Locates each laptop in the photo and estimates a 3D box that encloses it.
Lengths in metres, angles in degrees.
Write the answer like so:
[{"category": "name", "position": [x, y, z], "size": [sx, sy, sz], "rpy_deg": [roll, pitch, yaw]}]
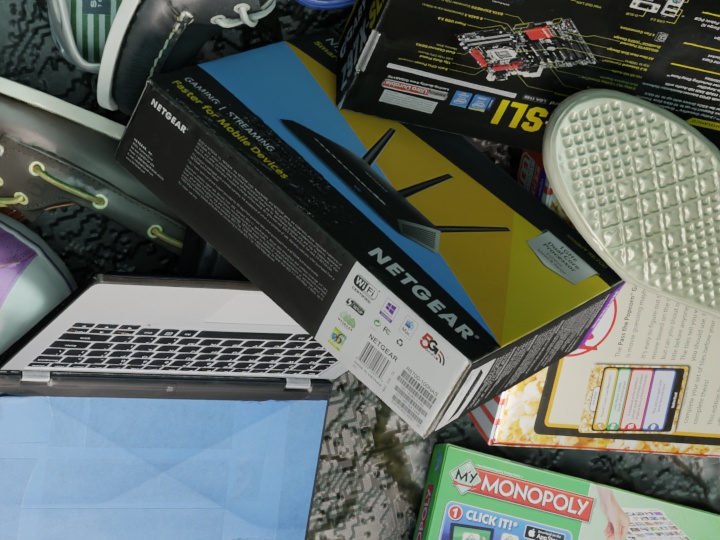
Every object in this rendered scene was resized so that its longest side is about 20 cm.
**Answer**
[{"category": "laptop", "position": [-0.076, 0.090, 1.049], "size": [0.186, 0.200, 0.117], "rpy_deg": [3, 68, -30]}]

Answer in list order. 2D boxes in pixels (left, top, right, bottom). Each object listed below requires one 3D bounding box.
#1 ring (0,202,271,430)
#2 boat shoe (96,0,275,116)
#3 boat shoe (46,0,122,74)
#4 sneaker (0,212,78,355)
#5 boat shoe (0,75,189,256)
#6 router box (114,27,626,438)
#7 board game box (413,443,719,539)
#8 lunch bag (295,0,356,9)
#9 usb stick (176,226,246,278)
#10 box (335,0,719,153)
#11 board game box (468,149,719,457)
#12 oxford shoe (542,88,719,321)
[{"category": "ring", "position": [-0.140, 0.032, 1.103], "size": [0.199, 0.019, 0.202], "rpy_deg": [-2, 102, -9]}, {"category": "boat shoe", "position": [-0.057, -0.146, 0.988], "size": [0.060, 0.076, 0.201], "rpy_deg": [31, 118, 4]}, {"category": "boat shoe", "position": [-0.121, -0.192, 1.032], "size": [0.073, 0.067, 0.201], "rpy_deg": [-7, 103, -7]}, {"category": "sneaker", "position": [-0.230, -0.005, 1.019], "size": [0.200, 0.114, 0.073], "rpy_deg": [25, 99, -5]}, {"category": "boat shoe", "position": [-0.144, -0.051, 1.037], "size": [0.200, 0.072, 0.061], "rpy_deg": [18, 88, -16]}, {"category": "router box", "position": [0.007, -0.025, 1.000], "size": [0.200, 0.149, 0.051], "rpy_deg": [41, 123, 18]}, {"category": "board game box", "position": [0.120, 0.181, 1.148], "size": [0.199, 0.029, 0.135], "rpy_deg": [16, 81, -11]}, {"category": "lunch bag", "position": [0.030, -0.220, 1.046], "size": [0.199, 0.076, 0.161], "rpy_deg": [-22, 106, -2]}, {"category": "usb stick", "position": [0.000, 0.000, 1.072], "size": [0.199, 0.033, 0.056], "rpy_deg": [5, 109, -35]}, {"category": "box", "position": [0.105, -0.119, 0.982], "size": [0.199, 0.050, 0.160], "rpy_deg": [11, 143, -13]}, {"category": "board game box", "position": [0.165, 0.018, 1.104], "size": [0.199, 0.046, 0.152], "rpy_deg": [5, 111, -18]}, {"category": "oxford shoe", "position": [0.155, -0.021, 1.024], "size": [0.199, 0.058, 0.075], "rpy_deg": [31, 97, -29]}]
